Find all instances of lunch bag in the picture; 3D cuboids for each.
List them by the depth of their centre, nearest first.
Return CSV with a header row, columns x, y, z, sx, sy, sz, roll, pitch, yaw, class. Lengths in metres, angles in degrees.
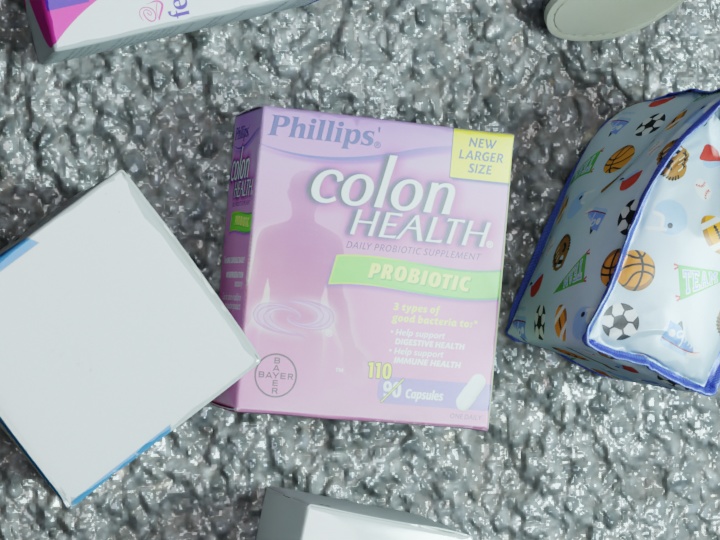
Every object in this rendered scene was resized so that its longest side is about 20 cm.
x,y,z,sx,sy,sz,roll,pitch,yaw,class
0.203,-0.026,1.454,0.123,0.170,0.201,22,84,-17,lunch bag

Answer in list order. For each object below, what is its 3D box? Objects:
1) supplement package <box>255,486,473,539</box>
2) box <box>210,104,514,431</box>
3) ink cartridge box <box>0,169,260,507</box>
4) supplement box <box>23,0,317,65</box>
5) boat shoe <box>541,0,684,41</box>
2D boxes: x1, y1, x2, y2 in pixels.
x,y,z,sx,sy,sz,roll,pitch,yaw,class
-0.014,0.256,1.421,0.119,0.121,0.202,12,87,-15,supplement package
0.000,0.000,1.438,0.175,0.097,0.202,6,88,-14,box
-0.175,0.041,1.339,0.147,0.200,0.145,-38,97,-11,ink cartridge box
-0.122,-0.208,1.405,0.199,0.103,0.102,-15,95,-12,supplement box
0.209,-0.228,1.525,0.199,0.073,0.063,-27,54,-8,boat shoe
